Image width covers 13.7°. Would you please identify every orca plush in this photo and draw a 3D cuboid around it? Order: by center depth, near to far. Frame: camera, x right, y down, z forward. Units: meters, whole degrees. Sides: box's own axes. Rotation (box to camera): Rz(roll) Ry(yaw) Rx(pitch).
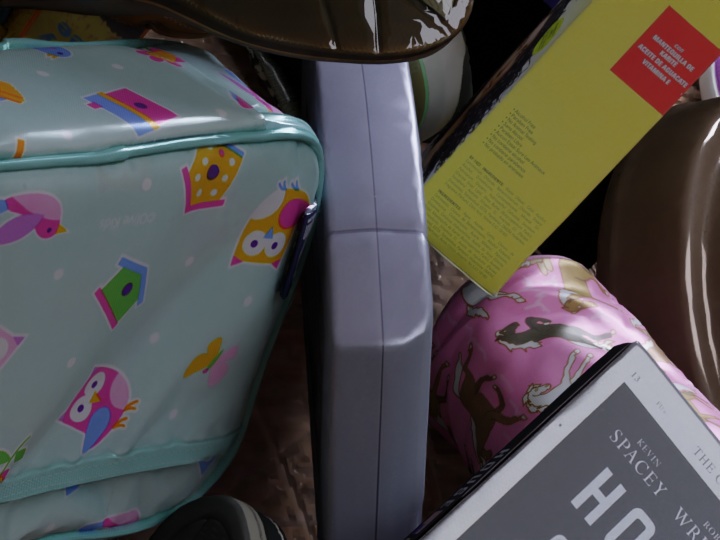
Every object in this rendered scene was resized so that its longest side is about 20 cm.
[{"bbox_3d":[0.079,-0.104,1.217,0.105,0.071,0.201,17,57,-40],"label":"orca plush"}]

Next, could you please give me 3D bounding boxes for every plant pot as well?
[{"bbox_3d":[0.216,0.015,1.184,0.200,0.174,0.202,25,59,-52],"label":"plant pot"}]

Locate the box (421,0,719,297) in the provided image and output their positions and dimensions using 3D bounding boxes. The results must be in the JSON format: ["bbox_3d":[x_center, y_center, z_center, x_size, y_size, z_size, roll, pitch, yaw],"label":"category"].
[{"bbox_3d":[0.097,-0.085,1.062,0.050,0.200,0.075,41,20,-7],"label":"box"}]

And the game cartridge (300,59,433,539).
[{"bbox_3d":[0.000,0.000,1.005,0.201,0.040,0.134,-96,-177,-52],"label":"game cartridge"}]

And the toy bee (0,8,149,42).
[{"bbox_3d":[-0.104,-0.084,0.990,0.130,0.108,0.201,23,53,-34],"label":"toy bee"}]

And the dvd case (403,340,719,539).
[{"bbox_3d":[0.060,0.141,0.917,0.200,0.025,0.151,-41,94,-19],"label":"dvd case"}]

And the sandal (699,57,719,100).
[{"bbox_3d":[0.225,-0.027,1.342,0.203,0.050,0.082,56,41,-7],"label":"sandal"}]

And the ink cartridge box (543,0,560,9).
[{"bbox_3d":[0.066,-0.173,1.199,0.199,0.044,0.198,-15,53,-42],"label":"ink cartridge box"}]

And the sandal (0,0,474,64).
[{"bbox_3d":[-0.061,-0.100,0.938,0.055,0.199,0.082,69,24,-71],"label":"sandal"}]

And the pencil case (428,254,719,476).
[{"bbox_3d":[0.094,0.070,1.058,0.086,0.083,0.200,14,20,-35],"label":"pencil case"}]

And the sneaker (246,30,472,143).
[{"bbox_3d":[-0.036,-0.126,1.117,0.088,0.077,0.201,-29,88,-39],"label":"sneaker"}]

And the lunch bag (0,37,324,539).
[{"bbox_3d":[-0.103,0.016,0.905,0.199,0.161,0.077,-8,33,-46],"label":"lunch bag"}]

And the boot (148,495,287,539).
[{"bbox_3d":[-0.007,0.183,0.967,0.153,0.073,0.205,14,67,-43],"label":"boot"}]
